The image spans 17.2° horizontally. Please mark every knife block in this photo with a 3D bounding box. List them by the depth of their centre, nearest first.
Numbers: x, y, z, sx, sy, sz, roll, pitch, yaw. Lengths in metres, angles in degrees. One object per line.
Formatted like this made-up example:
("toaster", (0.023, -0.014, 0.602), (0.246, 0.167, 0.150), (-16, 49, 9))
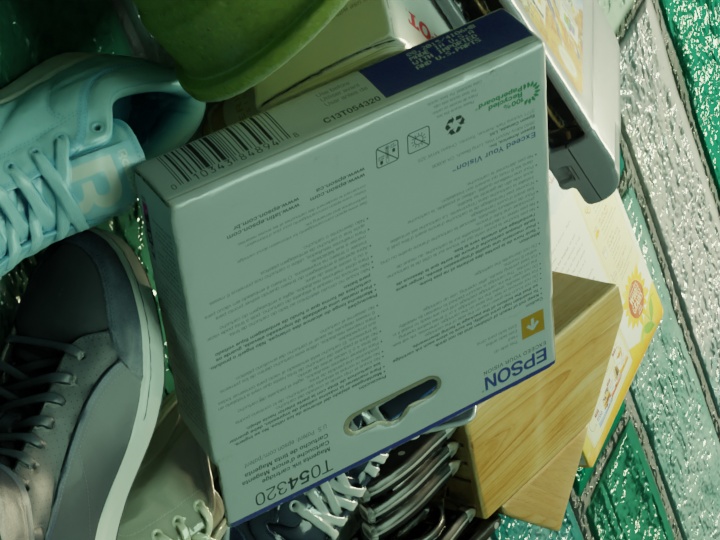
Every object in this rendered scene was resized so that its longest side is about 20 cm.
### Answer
("knife block", (0.057, 0.079, 1.343), (0.175, 0.064, 0.202), (25, 80, -50))

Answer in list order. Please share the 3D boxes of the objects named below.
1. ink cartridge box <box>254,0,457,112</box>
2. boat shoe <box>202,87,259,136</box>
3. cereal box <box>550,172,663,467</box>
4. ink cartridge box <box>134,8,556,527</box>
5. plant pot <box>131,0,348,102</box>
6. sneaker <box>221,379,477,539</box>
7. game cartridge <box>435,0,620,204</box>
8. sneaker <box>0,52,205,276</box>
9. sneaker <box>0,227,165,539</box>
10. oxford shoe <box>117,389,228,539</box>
("ink cartridge box", (0.005, -0.147, 1.189), (0.147, 0.085, 0.202), (36, 38, -50))
("boat shoe", (-0.011, -0.079, 1.273), (0.200, 0.063, 0.074), (-5, 71, -64))
("cereal box", (0.126, 0.005, 1.501), (0.144, 0.039, 0.201), (-58, 137, -36))
("ink cartridge box", (0.000, 0.000, 1.110), (0.195, 0.043, 0.201), (-25, 135, -21))
("plant pot", (-0.082, -0.207, 1.016), (0.184, 0.200, 0.201), (36, 58, -22))
("sneaker", (-0.007, 0.097, 1.228), (0.070, 0.108, 0.202), (42, 57, -50))
("game cartridge", (0.075, -0.145, 1.189), (0.200, 0.041, 0.134), (53, 30, -31))
("sneaker", (-0.138, -0.043, 1.038), (0.200, 0.081, 0.074), (-50, 131, -44))
("sneaker", (-0.157, 0.070, 1.018), (0.146, 0.076, 0.204), (22, 74, -59))
("oxford shoe", (-0.099, 0.132, 1.132), (0.201, 0.057, 0.076), (-58, 139, -37))
